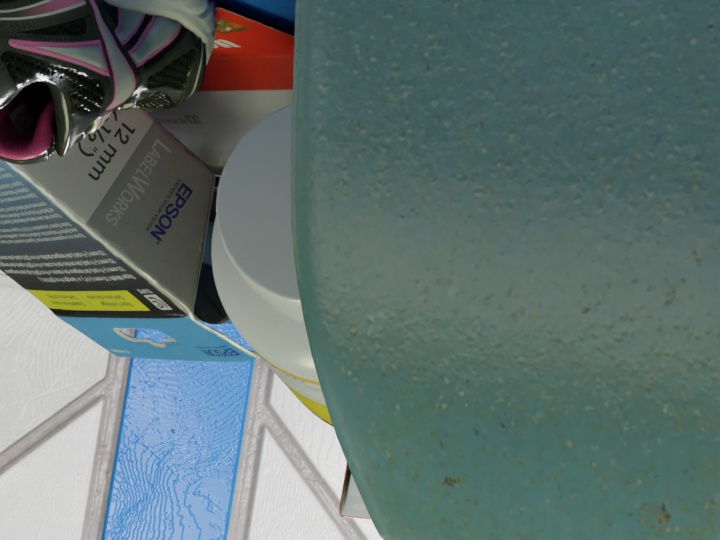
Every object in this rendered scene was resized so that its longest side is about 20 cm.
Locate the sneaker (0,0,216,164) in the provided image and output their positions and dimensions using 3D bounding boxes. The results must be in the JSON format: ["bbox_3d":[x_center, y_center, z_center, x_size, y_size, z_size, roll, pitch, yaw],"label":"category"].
[{"bbox_3d":[-0.116,-0.079,0.724,0.080,0.087,0.200,10,175,18],"label":"sneaker"}]

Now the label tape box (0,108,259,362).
[{"bbox_3d":[-0.138,-0.039,0.902,0.200,0.066,0.143,40,159,-26],"label":"label tape box"}]

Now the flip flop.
[{"bbox_3d":[-0.073,-0.015,0.988,0.057,0.082,0.200,-28,179,-11],"label":"flip flop"}]

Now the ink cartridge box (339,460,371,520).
[{"bbox_3d":[0.014,0.034,1.075,0.050,0.202,0.109,4,173,34],"label":"ink cartridge box"}]

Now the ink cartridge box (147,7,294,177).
[{"bbox_3d":[-0.048,-0.072,0.910,0.162,0.058,0.199,4,177,44],"label":"ink cartridge box"}]

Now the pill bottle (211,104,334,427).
[{"bbox_3d":[0.000,0.000,0.831,0.111,0.113,0.200,8,166,11],"label":"pill bottle"}]

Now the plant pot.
[{"bbox_3d":[0.092,0.000,0.623,0.194,0.202,0.196,5,174,26],"label":"plant pot"}]
